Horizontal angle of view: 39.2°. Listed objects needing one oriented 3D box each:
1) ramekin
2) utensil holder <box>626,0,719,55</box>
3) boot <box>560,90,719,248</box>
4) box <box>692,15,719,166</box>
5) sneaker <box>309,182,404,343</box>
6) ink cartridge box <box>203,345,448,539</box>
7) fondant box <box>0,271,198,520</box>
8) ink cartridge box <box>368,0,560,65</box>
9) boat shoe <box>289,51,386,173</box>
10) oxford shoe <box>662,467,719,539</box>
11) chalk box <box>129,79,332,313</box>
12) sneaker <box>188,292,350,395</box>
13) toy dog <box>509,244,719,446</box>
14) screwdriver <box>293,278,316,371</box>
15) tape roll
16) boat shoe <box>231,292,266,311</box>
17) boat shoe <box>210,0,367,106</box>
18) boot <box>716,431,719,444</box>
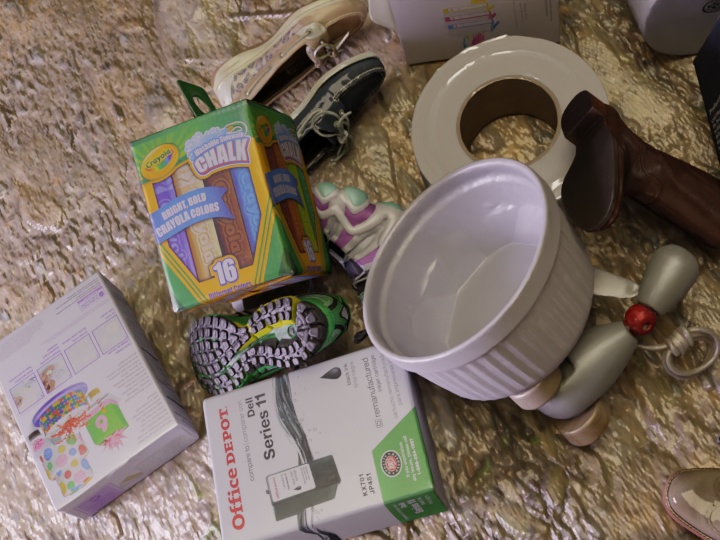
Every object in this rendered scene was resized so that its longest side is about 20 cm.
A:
[{"bbox_3d":[0.107,0.015,0.877,0.198,0.105,0.203,-31,39,29],"label":"ramekin"},{"bbox_3d":[0.326,-0.345,1.015,0.167,0.170,0.203,-16,67,7],"label":"utensil holder"},{"bbox_3d":[0.268,-0.056,0.887,0.064,0.198,0.188,-44,23,38],"label":"boot"},{"bbox_3d":[0.425,-0.140,0.893,0.196,0.124,0.200,-1,66,-7],"label":"box"},{"bbox_3d":[0.000,0.000,0.986,0.196,0.078,0.142,13,74,8],"label":"sneaker"},{"bbox_3d":[-0.035,0.168,0.927,0.196,0.083,0.149,-18,63,7],"label":"ink cartridge box"},{"bbox_3d":[-0.273,0.124,1.023,0.143,0.058,0.201,-34,62,-2],"label":"fondant box"},{"bbox_3d":[0.107,-0.317,1.079,0.196,0.126,0.131,-6,65,12],"label":"ink cartridge box"},{"bbox_3d":[-0.044,-0.149,1.073,0.199,0.075,0.062,-39,61,-3],"label":"boat shoe"},{"bbox_3d":[0.346,0.198,0.818,0.196,0.075,0.072,11,70,19],"label":"oxford shoe"},{"bbox_3d":[-0.120,-0.078,0.928,0.122,0.125,0.204,-15,88,16],"label":"chalk box"},{"bbox_3d":[-0.090,0.070,0.976,0.198,0.085,0.080,-14,88,37],"label":"sneaker"},{"bbox_3d":[0.211,0.060,0.907,0.198,0.133,0.096,-30,26,-6],"label":"toy dog"},{"bbox_3d":[-0.048,0.017,1.032,0.027,0.029,0.204,3,71,15],"label":"screwdriver"},{"bbox_3d":[0.152,-0.133,1.018,0.198,0.071,0.206,-6,66,13],"label":"tape roll"},{"bbox_3d":[-0.126,-0.059,1.034,0.062,0.070,0.205,4,94,23],"label":"boat shoe"},{"bbox_3d":[-0.071,-0.234,1.125,0.198,0.073,0.063,-32,68,11],"label":"boat shoe"},{"bbox_3d":[0.419,0.106,0.855,0.197,0.069,0.177,14,76,24],"label":"boot"}]
